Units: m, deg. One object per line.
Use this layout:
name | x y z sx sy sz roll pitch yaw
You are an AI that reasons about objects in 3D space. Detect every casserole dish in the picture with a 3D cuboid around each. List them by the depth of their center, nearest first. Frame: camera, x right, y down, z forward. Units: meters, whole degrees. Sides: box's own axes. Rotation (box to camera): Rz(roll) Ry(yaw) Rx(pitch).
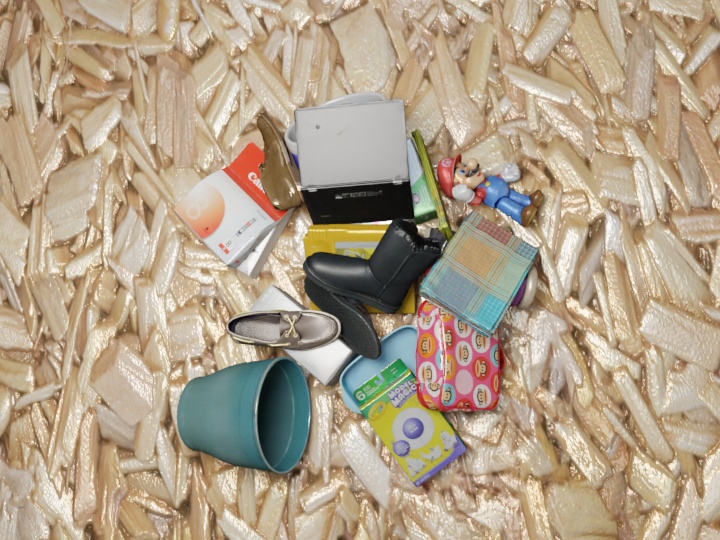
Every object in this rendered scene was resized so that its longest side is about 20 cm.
casserole dish | 0.052 0.179 1.437 0.200 0.039 0.121 -37 105 2

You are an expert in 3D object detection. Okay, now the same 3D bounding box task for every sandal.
sandal | -0.022 0.072 1.411 0.048 0.076 0.201 -25 62 -38

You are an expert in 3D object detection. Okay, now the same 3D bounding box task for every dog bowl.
dog bowl | -0.034 -0.247 1.456 0.199 0.201 0.079 -19 121 5

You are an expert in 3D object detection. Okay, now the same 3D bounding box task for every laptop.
laptop | -0.007 -0.180 1.374 0.186 0.200 0.117 -4 63 6

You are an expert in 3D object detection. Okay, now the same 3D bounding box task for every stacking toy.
stacking toy | 0.208 0.014 1.409 0.198 0.085 0.086 10 82 -7

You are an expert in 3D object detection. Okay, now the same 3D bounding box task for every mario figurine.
mario figurine | 0.234 -0.160 1.444 0.199 0.123 0.107 24 98 7

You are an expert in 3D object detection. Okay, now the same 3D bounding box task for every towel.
towel | 0.206 0.001 1.362 0.146 0.022 0.200 31 63 8
towel | 0.130 -0.149 1.421 0.018 0.086 0.201 -18 69 9

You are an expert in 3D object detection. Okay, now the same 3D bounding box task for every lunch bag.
lunch bag | 0.183 0.147 1.393 0.175 0.082 0.202 9 78 -34

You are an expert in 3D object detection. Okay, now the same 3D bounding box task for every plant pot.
plant pot | -0.215 0.254 1.414 0.187 0.200 0.202 -3 80 23

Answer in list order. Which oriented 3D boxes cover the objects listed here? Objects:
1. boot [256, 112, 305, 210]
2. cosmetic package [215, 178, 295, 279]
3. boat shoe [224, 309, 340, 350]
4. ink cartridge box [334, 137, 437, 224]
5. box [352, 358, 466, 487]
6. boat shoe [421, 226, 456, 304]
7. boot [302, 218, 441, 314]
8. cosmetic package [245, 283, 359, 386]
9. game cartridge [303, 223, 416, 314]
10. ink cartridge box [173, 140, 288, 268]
boot | -0.164 -0.203 1.474 0.075 0.074 0.201 -24 72 0
cosmetic package | -0.192 -0.092 1.529 0.082 0.051 0.201 27 86 11
boat shoe | -0.135 0.101 1.378 0.198 0.060 0.072 1 81 9
ink cartridge box | 0.029 -0.140 1.483 0.199 0.087 0.146 -19 83 7
box | 0.085 0.266 1.406 0.117 0.048 0.200 -37 92 1
boat shoe | 0.146 0.017 1.451 0.062 0.073 0.202 -1 76 11
boot | 0.021 -0.026 1.367 0.199 0.077 0.169 24 123 -12
cosmetic package | -0.104 0.120 1.454 0.200 0.107 0.090 41 88 14
game cartridge | 0.000 0.000 1.446 0.198 0.032 0.177 -1 118 7
ink cartridge box | -0.228 -0.128 1.491 0.162 0.050 0.200 44 93 16
